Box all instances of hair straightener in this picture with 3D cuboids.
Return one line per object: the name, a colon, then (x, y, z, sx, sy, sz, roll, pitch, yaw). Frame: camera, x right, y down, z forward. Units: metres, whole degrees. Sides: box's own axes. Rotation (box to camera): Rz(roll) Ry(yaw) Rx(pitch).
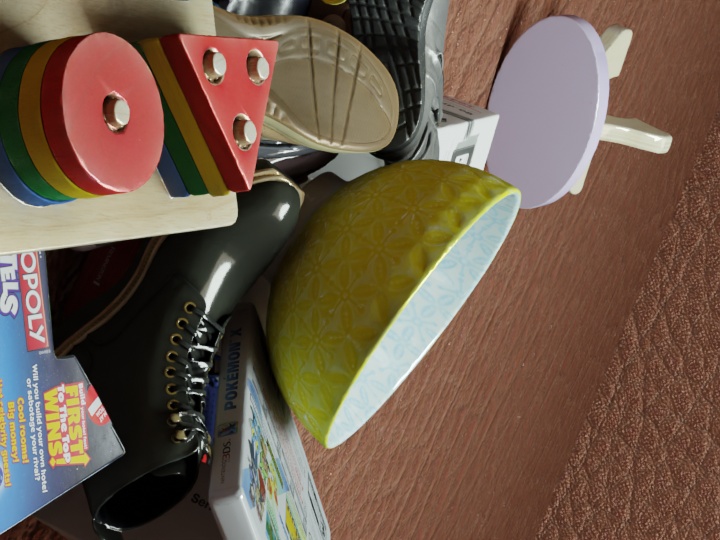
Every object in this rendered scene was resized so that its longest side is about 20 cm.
hair straightener: (-0.161, 0.052, 0.932, 0.200, 0.041, 0.077, -69, 161, 4)

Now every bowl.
bowl: (0.000, 0.000, 0.932, 0.200, 0.108, 0.200, -49, 168, -14)

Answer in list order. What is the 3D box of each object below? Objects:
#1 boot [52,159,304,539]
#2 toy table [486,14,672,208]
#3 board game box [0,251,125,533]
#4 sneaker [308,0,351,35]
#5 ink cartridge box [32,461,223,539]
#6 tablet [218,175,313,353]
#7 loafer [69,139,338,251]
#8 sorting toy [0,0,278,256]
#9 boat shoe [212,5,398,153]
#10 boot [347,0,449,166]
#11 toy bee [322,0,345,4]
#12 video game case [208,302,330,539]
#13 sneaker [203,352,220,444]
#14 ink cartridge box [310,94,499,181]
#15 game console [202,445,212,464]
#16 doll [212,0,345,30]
boot: (-0.090, 0.047, 0.830, 0.200, 0.138, 0.077, -46, 133, 12)
toy table: (0.217, -0.164, 1.529, 0.117, 0.184, 0.200, -13, 137, -48)
board game box: (-0.200, 0.051, 0.713, 0.200, 0.062, 0.201, -2, 86, -63)
sneaker: (0.005, -0.164, 1.082, 0.200, 0.075, 0.071, -27, 136, -61)
ink cartridge box: (-0.120, 0.186, 1.037, 0.083, 0.146, 0.200, -62, 159, -16)
tablet: (-0.042, 0.002, 1.027, 0.200, 0.014, 0.131, 24, 81, -69)
loafer: (-0.096, -0.059, 0.890, 0.200, 0.072, 0.063, -15, 131, -39)
sorting toy: (-0.110, -0.114, 0.684, 0.200, 0.069, 0.199, -12, 96, -60)
boat shoe: (-0.066, -0.111, 0.849, 0.200, 0.064, 0.071, 14, 78, -37)
boot: (0.029, -0.160, 0.977, 0.132, 0.070, 0.201, 30, 71, -77)
toy bee: (-0.034, -0.225, 0.827, 0.200, 0.131, 0.109, -56, -179, -19)
video game case: (-0.051, 0.150, 0.902, 0.182, 0.022, 0.200, -93, 169, -57)
sneaker: (-0.105, 0.014, 1.003, 0.115, 0.080, 0.200, 9, 97, -67)
ink cartridge box: (0.029, -0.105, 1.156, 0.200, 0.116, 0.067, -23, 132, -64)
game console: (-0.082, 0.057, 1.182, 0.200, 0.031, 0.177, -54, 161, -33)
doll: (-0.057, -0.173, 0.936, 0.136, 0.048, 0.200, 12, 103, -51)
